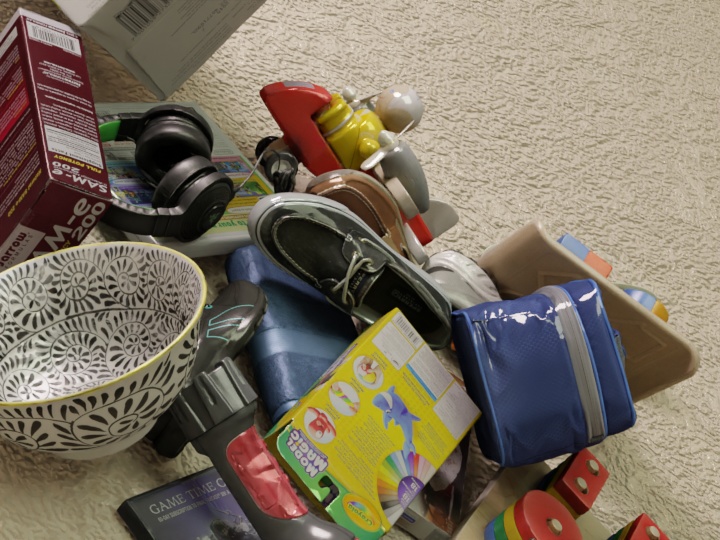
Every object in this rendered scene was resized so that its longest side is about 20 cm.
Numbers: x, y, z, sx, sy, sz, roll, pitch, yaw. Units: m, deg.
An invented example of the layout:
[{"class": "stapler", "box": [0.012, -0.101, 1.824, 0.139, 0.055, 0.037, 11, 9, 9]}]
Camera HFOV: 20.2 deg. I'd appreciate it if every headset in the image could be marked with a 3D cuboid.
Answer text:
[{"class": "headset", "box": [-0.147, -0.069, 1.654, 0.199, 0.094, 0.124, -2, 46, -26]}]

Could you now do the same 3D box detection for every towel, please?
[{"class": "towel", "box": [-0.048, 0.070, 1.667, 0.111, 0.049, 0.200, 15, 41, -36]}]

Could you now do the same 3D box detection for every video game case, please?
[{"class": "video game case", "box": [-0.072, 0.231, 1.469, 0.200, 0.019, 0.143, 51, 32, 16]}, {"class": "video game case", "box": [-0.161, -0.080, 1.732, 0.182, 0.022, 0.200, 47, 30, 25]}]

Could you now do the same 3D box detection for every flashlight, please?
[{"class": "flashlight", "box": [-0.060, 0.157, 1.457, 0.068, 0.068, 0.200, -31, 90, -21]}]

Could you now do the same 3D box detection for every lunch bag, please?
[{"class": "lunch bag", "box": [0.156, 0.083, 1.679, 0.200, 0.132, 0.136, 173, -97, -87]}]

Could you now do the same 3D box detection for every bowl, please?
[{"class": "bowl", "box": [-0.196, 0.072, 1.426, 0.201, 0.200, 0.094, -73, 155, -56]}]

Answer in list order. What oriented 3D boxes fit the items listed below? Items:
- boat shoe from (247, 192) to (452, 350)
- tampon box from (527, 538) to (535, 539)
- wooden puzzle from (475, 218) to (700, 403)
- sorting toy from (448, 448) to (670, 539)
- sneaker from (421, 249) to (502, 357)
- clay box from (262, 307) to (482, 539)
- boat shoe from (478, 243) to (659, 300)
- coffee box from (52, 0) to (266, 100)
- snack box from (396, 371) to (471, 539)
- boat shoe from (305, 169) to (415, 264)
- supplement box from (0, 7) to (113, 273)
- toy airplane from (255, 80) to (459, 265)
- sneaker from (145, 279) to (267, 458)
[{"class": "boat shoe", "box": [0.000, 0.000, 1.657, 0.200, 0.072, 0.071, 28, 12, -21]}, {"class": "tampon box", "box": [0.053, 0.296, 1.384, 0.200, 0.150, 0.126, -21, 78, -55]}, {"class": "wooden puzzle", "box": [0.204, 0.038, 1.863, 0.200, 0.185, 0.046, 40, 63, -6]}, {"class": "sorting toy", "box": [0.186, 0.245, 1.664, 0.200, 0.070, 0.199, 48, 29, 0]}, {"class": "sneaker", "box": [0.128, 0.069, 1.852, 0.200, 0.074, 0.079, 36, 43, -1]}, {"class": "clay box", "box": [0.005, 0.129, 1.572, 0.115, 0.048, 0.200, 51, 43, -5]}, {"class": "boat shoe", "box": [0.197, 0.025, 1.984, 0.201, 0.061, 0.072, 20, 81, -18]}, {"class": "coffee box", "box": [-0.195, -0.307, 1.744, 0.198, 0.200, 0.200, 46, 2, 20]}, {"class": "snack box", "box": [0.056, 0.149, 1.705, 0.072, 0.024, 0.200, 35, 32, -15]}, {"class": "boat shoe", "box": [0.012, -0.007, 1.733, 0.200, 0.076, 0.072, 56, 14, -43]}, {"class": "supplement box", "box": [-0.257, -0.098, 1.585, 0.061, 0.109, 0.200, 18, 39, -34]}, {"class": "toy airplane", "box": [0.017, -0.102, 1.859, 0.200, 0.141, 0.199, 41, 8, 26]}, {"class": "sneaker", "box": [-0.132, 0.058, 1.560, 0.079, 0.075, 0.200, 33, 35, -4]}]
